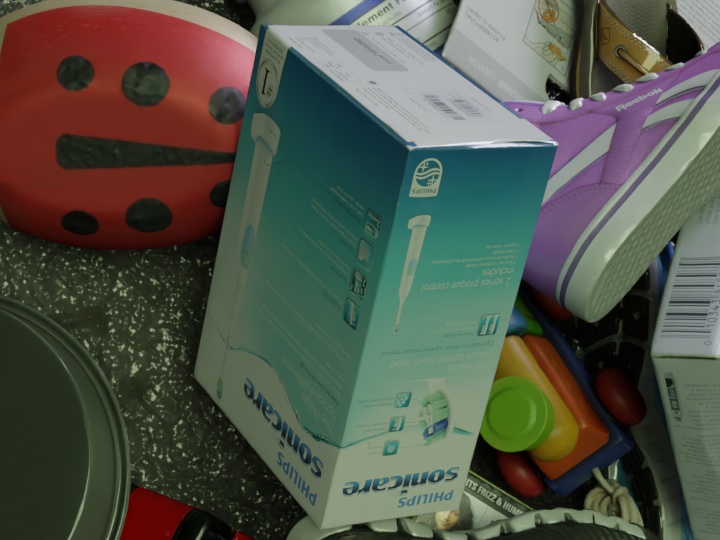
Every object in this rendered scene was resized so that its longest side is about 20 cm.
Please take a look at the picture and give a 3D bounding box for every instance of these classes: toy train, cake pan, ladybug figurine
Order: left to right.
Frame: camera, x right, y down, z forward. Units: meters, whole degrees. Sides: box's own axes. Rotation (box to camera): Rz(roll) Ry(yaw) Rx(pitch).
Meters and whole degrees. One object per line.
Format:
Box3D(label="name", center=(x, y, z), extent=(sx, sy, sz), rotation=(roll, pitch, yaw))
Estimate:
Box3D(label="cake pan", center=(-0.213, 0.099, 0.923), extent=(0.200, 0.037, 0.201), rotation=(0, 72, 1))
Box3D(label="ladybug figurine", center=(-0.123, -0.070, 0.963), extent=(0.199, 0.072, 0.136), rotation=(-2, 110, 1))
Box3D(label="toy train", center=(0.098, 0.083, 0.977), extent=(0.085, 0.116, 0.200), rotation=(-37, 68, 14))

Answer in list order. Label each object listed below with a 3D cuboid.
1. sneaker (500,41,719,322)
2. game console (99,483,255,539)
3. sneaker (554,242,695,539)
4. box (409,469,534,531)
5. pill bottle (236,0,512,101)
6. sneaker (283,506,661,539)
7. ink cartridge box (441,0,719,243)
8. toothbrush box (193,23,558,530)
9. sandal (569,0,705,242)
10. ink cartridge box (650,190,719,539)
Box3D(label="sneaker", center=(0.130, -0.076, 0.942), extent=(0.114, 0.073, 0.200), rotation=(35, 64, 27))
Box3D(label="game console", center=(-0.114, 0.222, 0.950), extent=(0.119, 0.172, 0.200), rotation=(46, 65, -50))
Box3D(label="sneaker", center=(0.167, 0.072, 1.070), extent=(0.090, 0.078, 0.201), rotation=(2, 81, -38))
Box3D(label="box", center=(0.020, 0.202, 1.003), extent=(0.075, 0.050, 0.200), rotation=(33, 75, -11))
Box3D(label="pill bottle", center=(0.008, -0.108, 1.018), extent=(0.112, 0.112, 0.200), rotation=(-36, 92, -19))
Box3D(label="sneaker", center=(0.064, 0.163, 0.919), extent=(0.199, 0.067, 0.091), rotation=(5, 36, -14))
Box3D(label="ink cartridge box", center=(0.127, -0.134, 1.051), extent=(0.200, 0.045, 0.177), rotation=(35, 64, -30))
Box3D(label="toothbrush box", center=(0.000, 0.000, 0.910), extent=(0.085, 0.146, 0.200), rotation=(-3, 118, -32))
Box3D(label="sandal", center=(0.157, -0.116, 1.009), extent=(0.082, 0.055, 0.201), rotation=(6, 80, -37))
Box3D(label="ink cartridge box", center=(0.203, 0.039, 1.013), extent=(0.040, 0.200, 0.200), rotation=(1, 45, 23))
